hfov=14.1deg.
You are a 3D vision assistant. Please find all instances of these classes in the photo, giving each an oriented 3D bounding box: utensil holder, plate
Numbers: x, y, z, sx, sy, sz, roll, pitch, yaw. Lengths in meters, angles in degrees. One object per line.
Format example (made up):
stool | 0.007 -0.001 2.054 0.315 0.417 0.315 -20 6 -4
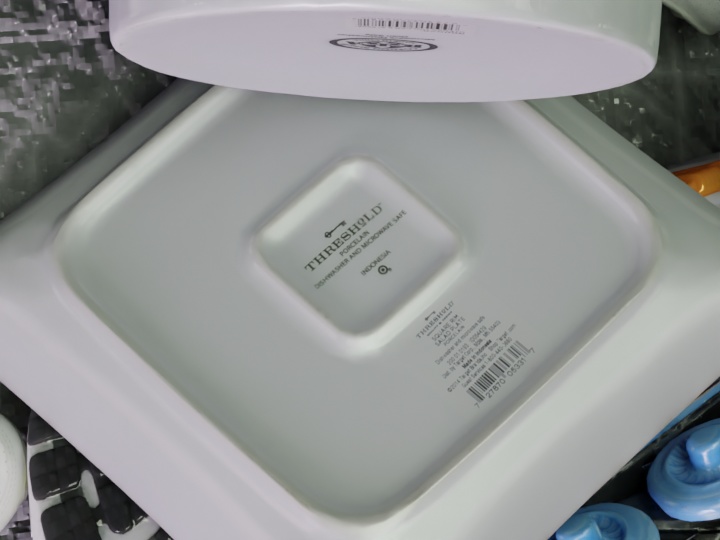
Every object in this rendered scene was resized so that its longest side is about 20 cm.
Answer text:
utensil holder | 0.010 -0.158 0.830 0.169 0.170 0.201 4 85 -22
plate | 0.000 0.000 0.885 0.200 0.032 0.199 41 69 21

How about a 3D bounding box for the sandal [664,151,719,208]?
sandal | 0.119 -0.008 0.971 0.206 0.079 0.059 -20 95 -23

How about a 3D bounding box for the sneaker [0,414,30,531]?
sneaker | -0.187 0.076 0.844 0.200 0.080 0.071 -8 91 -24

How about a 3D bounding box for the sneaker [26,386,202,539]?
sneaker | -0.068 0.098 0.901 0.074 0.081 0.201 6 68 4

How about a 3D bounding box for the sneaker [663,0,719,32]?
sneaker | 0.140 -0.124 0.985 0.200 0.071 0.080 -1 131 -35

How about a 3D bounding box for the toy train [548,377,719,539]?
toy train | 0.062 0.103 0.927 0.200 0.114 0.087 -35 120 -20
